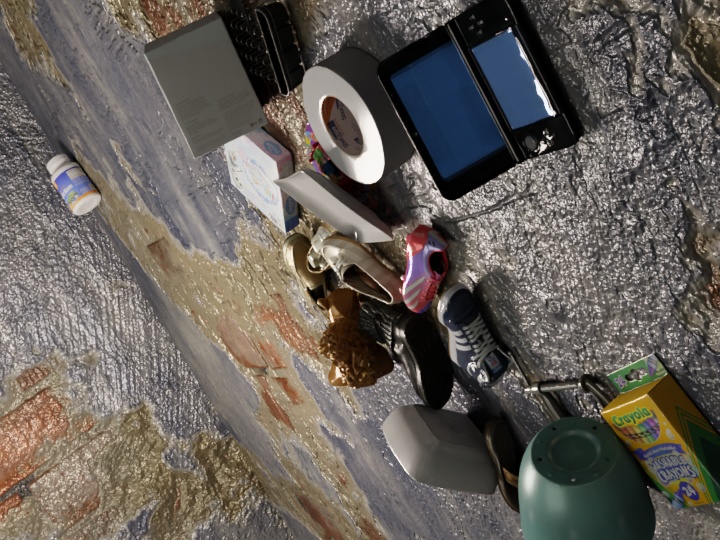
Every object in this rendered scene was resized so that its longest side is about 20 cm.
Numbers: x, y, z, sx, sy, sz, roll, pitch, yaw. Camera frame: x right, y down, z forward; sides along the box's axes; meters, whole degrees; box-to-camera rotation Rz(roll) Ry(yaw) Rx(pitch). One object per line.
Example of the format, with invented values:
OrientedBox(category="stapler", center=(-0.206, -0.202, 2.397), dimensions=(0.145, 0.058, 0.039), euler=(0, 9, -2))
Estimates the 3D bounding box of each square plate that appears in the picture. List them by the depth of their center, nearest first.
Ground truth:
OrientedBox(category="square plate", center=(-0.047, -0.115, 1.593), dimensions=(0.197, 0.029, 0.200), euler=(36, 169, -16))

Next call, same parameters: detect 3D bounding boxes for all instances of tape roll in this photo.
OrientedBox(category="tape roll", center=(-0.005, -0.238, 1.413), dimensions=(0.200, 0.066, 0.201), euler=(42, 153, 27))

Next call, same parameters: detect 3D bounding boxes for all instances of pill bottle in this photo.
OrientedBox(category="pill bottle", center=(-1.002, -0.303, 3.168), dimensions=(0.201, 0.112, 0.112), euler=(51, 156, 8))

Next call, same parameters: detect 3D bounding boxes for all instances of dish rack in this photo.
OrientedBox(category="dish rack", center=(-0.174, -0.394, 1.548), dimensions=(0.199, 0.054, 0.155), euler=(30, 145, 45))

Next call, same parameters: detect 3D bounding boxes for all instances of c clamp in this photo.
OrientedBox(category="c clamp", center=(0.319, 0.197, 1.397), dimensions=(0.172, 0.027, 0.199), euler=(59, 155, -9))

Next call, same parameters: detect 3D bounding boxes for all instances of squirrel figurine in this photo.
OrientedBox(category="squirrel figurine", center=(-0.018, 0.131, 1.807), dimensions=(0.200, 0.139, 0.189), euler=(-70, -31, -83))

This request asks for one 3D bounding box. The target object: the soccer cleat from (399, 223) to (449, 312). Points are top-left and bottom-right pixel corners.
OrientedBox(category="soccer cleat", center=(0.111, 0.009, 1.515), dimensions=(0.076, 0.066, 0.202), euler=(34, 146, 31))

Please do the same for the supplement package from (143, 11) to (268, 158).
OrientedBox(category="supplement package", center=(-0.281, -0.339, 1.653), dimensions=(0.151, 0.150, 0.202), euler=(-124, 9, -67))

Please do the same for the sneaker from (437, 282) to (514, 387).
OrientedBox(category="sneaker", center=(0.189, 0.110, 1.478), dimensions=(0.108, 0.070, 0.201), euler=(42, 160, 39))

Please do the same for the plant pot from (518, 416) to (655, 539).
OrientedBox(category="plant pot", center=(0.318, 0.312, 1.322), dimensions=(0.200, 0.200, 0.162), euler=(28, 148, 46))

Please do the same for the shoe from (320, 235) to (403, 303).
OrientedBox(category="shoe", center=(0.000, 0.000, 1.672), dimensions=(0.199, 0.053, 0.071), euler=(32, 130, 22))

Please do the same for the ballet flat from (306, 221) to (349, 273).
OrientedBox(category="ballet flat", center=(-0.067, -0.045, 1.775), dimensions=(0.071, 0.065, 0.201), euler=(49, 155, 14))

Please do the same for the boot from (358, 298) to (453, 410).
OrientedBox(category="boot", center=(0.087, 0.154, 1.721), dimensions=(0.157, 0.079, 0.213), euler=(11, 126, 55))

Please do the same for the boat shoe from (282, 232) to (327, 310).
OrientedBox(category="boat shoe", center=(-0.103, 0.007, 1.900), dimensions=(0.076, 0.071, 0.201), euler=(51, 170, 42))

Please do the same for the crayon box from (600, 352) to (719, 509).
OrientedBox(category="crayon box", center=(0.410, 0.220, 1.226), dimensions=(0.201, 0.051, 0.126), euler=(53, 156, 7))

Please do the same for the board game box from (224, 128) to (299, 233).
OrientedBox(category="board game box", center=(-0.206, -0.207, 1.860), dimensions=(0.200, 0.043, 0.200), euler=(42, 153, 30))

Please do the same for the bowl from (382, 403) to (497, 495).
OrientedBox(category="bowl", center=(0.155, 0.318, 1.680), dimensions=(0.075, 0.197, 0.200), euler=(-67, 26, 15))

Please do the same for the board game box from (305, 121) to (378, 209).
OrientedBox(category="board game box", center=(-0.049, -0.177, 1.602), dimensions=(0.199, 0.039, 0.160), euler=(20, 138, 52))

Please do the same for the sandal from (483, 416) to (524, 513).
OrientedBox(category="sandal", center=(0.281, 0.352, 1.636), dimensions=(0.054, 0.082, 0.202), euler=(-8, 108, 40))

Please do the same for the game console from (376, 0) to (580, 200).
OrientedBox(category="game console", center=(0.141, -0.206, 1.111), dimensions=(0.202, 0.116, 0.175), euler=(60, 156, -11))
